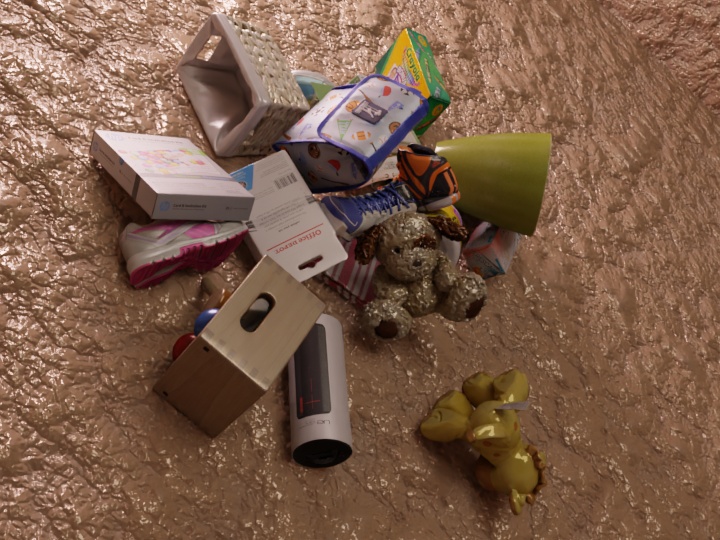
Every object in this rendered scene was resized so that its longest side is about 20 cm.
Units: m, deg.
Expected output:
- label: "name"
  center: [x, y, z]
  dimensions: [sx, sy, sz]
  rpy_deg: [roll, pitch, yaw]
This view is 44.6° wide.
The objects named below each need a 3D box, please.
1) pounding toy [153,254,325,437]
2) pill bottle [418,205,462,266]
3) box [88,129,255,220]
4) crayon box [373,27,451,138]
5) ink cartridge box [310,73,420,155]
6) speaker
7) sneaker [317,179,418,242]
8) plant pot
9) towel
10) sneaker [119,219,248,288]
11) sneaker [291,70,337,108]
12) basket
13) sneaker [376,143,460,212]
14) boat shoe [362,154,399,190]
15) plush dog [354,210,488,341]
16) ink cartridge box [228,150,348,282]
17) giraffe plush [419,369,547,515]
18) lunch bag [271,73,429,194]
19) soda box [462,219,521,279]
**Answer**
- label: "pounding toy"
  center: [-0.161, 0.074, 1.101]
  dimensions: [0.142, 0.184, 0.200]
  rpy_deg: [40, 46, -6]
- label: "pill bottle"
  center: [0.123, -0.063, 1.507]
  dimensions: [0.104, 0.104, 0.200]
  rpy_deg: [40, 20, -7]
- label: "box"
  center: [-0.264, -0.133, 1.225]
  dimensions: [0.155, 0.041, 0.200]
  rpy_deg: [-1, 30, -43]
- label: "crayon box"
  center: [0.103, -0.377, 1.784]
  dimensions: [0.058, 0.119, 0.201]
  rpy_deg: [12, 48, -35]
- label: "ink cartridge box"
  center: [0.012, -0.278, 1.559]
  dimensions: [0.200, 0.048, 0.146]
  rpy_deg: [-4, 63, -59]
- label: "speaker"
  center: [-0.057, 0.160, 1.182]
  dimensions: [0.081, 0.081, 0.201]
  rpy_deg: [20, 45, -29]
- label: "sneaker"
  center: [0.021, -0.099, 1.373]
  dimensions: [0.081, 0.115, 0.199]
  rpy_deg: [54, 16, 25]
- label: "plant pot"
  center: [0.228, -0.169, 1.592]
  dimensions: [0.199, 0.188, 0.188]
  rpy_deg: [10, 41, 6]
- label: "towel"
  center: [0.000, 0.000, 1.425]
  dimensions: [0.200, 0.030, 0.147]
  rpy_deg: [37, 39, -15]
- label: "sneaker"
  center: [-0.240, -0.048, 1.196]
  dimensions: [0.199, 0.081, 0.088]
  rpy_deg: [-17, 67, -46]
- label: "sneaker"
  center: [-0.061, -0.272, 1.572]
  dimensions: [0.199, 0.080, 0.131]
  rpy_deg: [24, 41, -24]
- label: "basket"
  center: [-0.190, -0.296, 1.433]
  dimensions: [0.123, 0.136, 0.201]
  rpy_deg: [0, 56, -47]
- label: "sneaker"
  center: [0.065, -0.150, 1.467]
  dimensions: [0.078, 0.199, 0.113]
  rpy_deg: [-46, 120, -59]
- label: "boat shoe"
  center: [0.044, -0.171, 1.594]
  dimensions: [0.199, 0.071, 0.070]
  rpy_deg: [-8, 85, -51]
- label: "plush dog"
  center: [0.081, -0.010, 1.342]
  dimensions: [0.199, 0.173, 0.161]
  rpy_deg: [-13, 28, -5]
- label: "ink cartridge box"
  center: [-0.115, -0.064, 1.304]
  dimensions: [0.116, 0.068, 0.201]
  rpy_deg: [-26, 72, -16]
- label: "giraffe plush"
  center: [0.207, 0.257, 1.288]
  dimensions: [0.172, 0.200, 0.163]
  rpy_deg: [-32, 105, -21]
- label: "lunch bag"
  center: [-0.010, -0.209, 1.347]
  dimensions: [0.170, 0.199, 0.124]
  rpy_deg: [-49, 123, -27]
- label: "soda box"
  center: [0.258, -0.063, 1.671]
  dimensions: [0.069, 0.063, 0.200]
  rpy_deg: [61, 34, -20]
